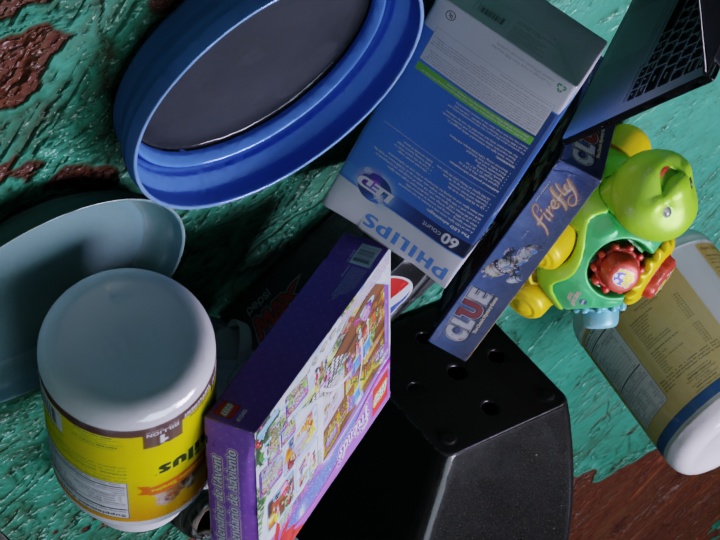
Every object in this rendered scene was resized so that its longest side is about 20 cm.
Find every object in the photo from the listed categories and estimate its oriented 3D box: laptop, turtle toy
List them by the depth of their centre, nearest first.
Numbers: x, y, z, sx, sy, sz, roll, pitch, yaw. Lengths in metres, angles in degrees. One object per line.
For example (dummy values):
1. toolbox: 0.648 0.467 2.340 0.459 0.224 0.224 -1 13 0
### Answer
1. laptop: 0.193 -0.207 1.401 0.200 0.116 0.188 -23 -152 46
2. turtle toy: 0.196 -0.031 1.711 0.146 0.101 0.200 -48 166 -27

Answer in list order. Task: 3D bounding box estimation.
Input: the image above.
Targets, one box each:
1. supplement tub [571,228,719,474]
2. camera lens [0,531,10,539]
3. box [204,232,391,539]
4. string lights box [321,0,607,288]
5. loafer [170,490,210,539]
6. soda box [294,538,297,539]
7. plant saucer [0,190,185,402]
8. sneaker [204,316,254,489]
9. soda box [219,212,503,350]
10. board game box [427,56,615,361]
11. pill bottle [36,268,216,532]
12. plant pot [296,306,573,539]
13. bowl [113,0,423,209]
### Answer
1. supplement tub: 0.272 0.057 1.918 0.144 0.200 0.145 -29 157 -14
2. camera lens: -0.318 0.271 1.547 0.199 0.160 0.160 -20 154 -33
3. box: -0.038 0.088 1.467 0.200 0.039 0.137 -53 152 -44
4. string lights box: 0.062 -0.091 1.430 0.059 0.103 0.200 -53 176 -45
5. loafer: -0.116 0.191 1.808 0.072 0.063 0.200 -31 158 -11
6. soda box: -0.099 0.337 2.120 0.200 0.070 0.063 -43 158 18
7. plant saucer: -0.199 0.014 1.380 0.200 0.027 0.200 -30 157 -14
8. sneaker: -0.134 0.095 1.581 0.199 0.116 0.075 -8 180 43
9. soda box: 0.000 0.000 1.580 0.200 0.071 0.063 -43 153 16
10. board game box: 0.120 -0.045 1.613 0.200 0.034 0.136 -56 -171 40
11. pill bottle: -0.145 0.091 1.426 0.109 0.109 0.200 -28 156 -18
12. plant pot: 0.056 0.143 1.816 0.199 0.200 0.178 -20 142 -33
13. bowl: -0.055 -0.116 1.308 0.200 0.039 0.201 -30 158 -14
